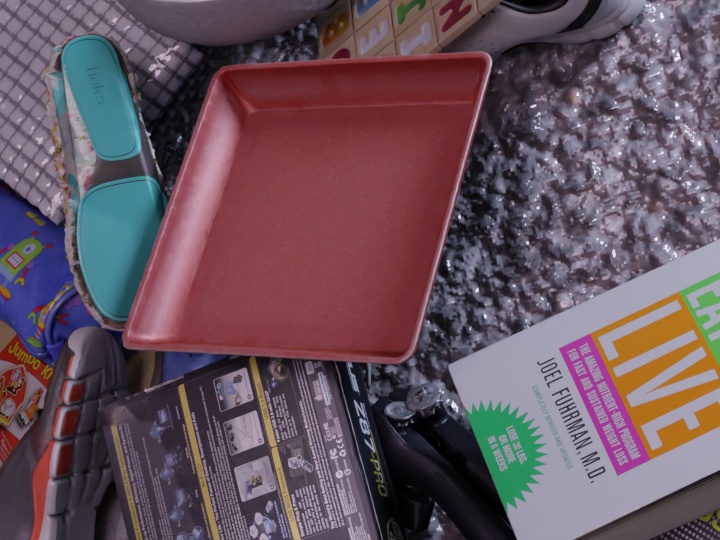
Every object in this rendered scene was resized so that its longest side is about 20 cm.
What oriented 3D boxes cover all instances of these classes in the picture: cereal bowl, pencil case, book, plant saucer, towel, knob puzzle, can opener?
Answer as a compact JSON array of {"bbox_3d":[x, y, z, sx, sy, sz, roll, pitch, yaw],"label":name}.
[{"bbox_3d":[-0.075,-0.223,1.090,0.199,0.083,0.201,-10,54,13],"label":"cereal bowl"},{"bbox_3d":[-0.229,0.003,1.128,0.087,0.078,0.200,-42,45,-18],"label":"pencil case"},{"bbox_3d":[0.160,0.067,0.884,0.199,0.048,0.134,-26,52,6],"label":"book"},{"bbox_3d":[-0.026,-0.032,0.971,0.199,0.037,0.201,1,62,31],"label":"plant saucer"},{"bbox_3d":[-0.210,-0.139,1.164,0.200,0.086,0.166,36,90,23],"label":"towel"},{"bbox_3d":[-0.200,0.080,1.140,0.219,0.030,0.221,-17,58,29],"label":"knob puzzle"},{"bbox_3d":[0.063,0.126,0.959,0.200,0.063,0.079,31,139,52],"label":"can opener"}]

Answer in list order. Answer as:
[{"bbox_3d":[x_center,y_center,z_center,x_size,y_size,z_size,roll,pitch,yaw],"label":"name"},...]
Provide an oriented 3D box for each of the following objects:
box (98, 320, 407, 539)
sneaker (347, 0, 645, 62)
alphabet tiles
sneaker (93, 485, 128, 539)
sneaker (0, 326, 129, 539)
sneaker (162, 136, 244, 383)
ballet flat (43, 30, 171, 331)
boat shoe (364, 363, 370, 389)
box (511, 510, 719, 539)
[{"bbox_3d":[-0.058,0.150,0.968,0.160,0.049,0.201,-22,72,16],"label":"box"},{"bbox_3d":[0.073,-0.163,1.022,0.199,0.080,0.074,-19,74,26],"label":"sneaker"},{"bbox_3d":[0.041,-0.197,1.032,0.200,0.006,0.167,-36,42,32],"label":"alphabet tiles"},{"bbox_3d":[-0.127,0.149,1.069,0.200,0.075,0.082,-40,66,16],"label":"sneaker"},{"bbox_3d":[-0.207,0.130,1.044,0.081,0.077,0.201,12,88,26],"label":"sneaker"},{"bbox_3d":[-0.099,0.006,1.072,0.075,0.077,0.201,7,79,44],"label":"sneaker"},{"bbox_3d":[-0.159,-0.054,1.052,0.075,0.064,0.201,-5,76,-15],"label":"ballet flat"},{"bbox_3d":[0.000,0.000,1.032,0.062,0.073,0.201,16,87,32],"label":"boat shoe"},{"bbox_3d":[0.203,0.131,0.914,0.200,0.047,0.194,32,98,30],"label":"box"}]
